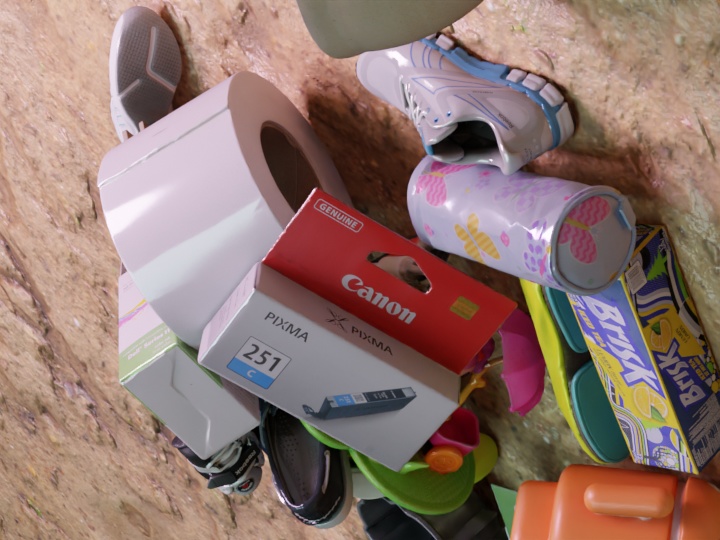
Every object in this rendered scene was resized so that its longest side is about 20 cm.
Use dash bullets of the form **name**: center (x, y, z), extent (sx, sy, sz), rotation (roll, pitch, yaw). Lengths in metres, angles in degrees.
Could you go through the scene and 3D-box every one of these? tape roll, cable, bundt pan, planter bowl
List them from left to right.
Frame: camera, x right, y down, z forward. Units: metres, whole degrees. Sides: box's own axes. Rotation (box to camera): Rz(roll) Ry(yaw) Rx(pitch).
- **tape roll**: center (-0.107, -0.047, 1.731), extent (0.139, 0.203, 0.203), rotation (-29, 105, 19)
- **cable**: center (0.000, 0.000, 1.777), extent (0.199, 0.097, 0.050), rotation (-1, 138, 45)
- **planter bowl**: center (0.040, -0.250, 1.404), extent (0.134, 0.201, 0.201), rotation (-2, 129, 18)
- **bundt pan**: center (0.089, 0.269, 1.980), extent (0.202, 0.076, 0.202), rotation (43, 159, 21)

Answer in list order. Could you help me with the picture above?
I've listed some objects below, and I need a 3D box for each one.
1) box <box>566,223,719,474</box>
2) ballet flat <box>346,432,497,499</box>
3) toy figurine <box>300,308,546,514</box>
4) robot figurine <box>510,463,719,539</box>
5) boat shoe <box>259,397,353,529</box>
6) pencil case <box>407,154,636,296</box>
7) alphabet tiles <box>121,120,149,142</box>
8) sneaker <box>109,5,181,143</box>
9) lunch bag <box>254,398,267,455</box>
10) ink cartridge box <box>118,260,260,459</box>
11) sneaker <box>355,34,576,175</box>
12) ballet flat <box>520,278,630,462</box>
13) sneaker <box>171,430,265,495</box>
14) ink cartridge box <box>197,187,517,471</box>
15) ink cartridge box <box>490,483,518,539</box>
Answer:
- **box**: center (0.226, 0.060, 1.614), extent (0.070, 0.064, 0.201), rotation (7, 130, 46)
- **ballet flat**: center (0.040, 0.183, 1.861), extent (0.067, 0.198, 0.067), rotation (-135, 49, -64)
- **toy figurine**: center (0.072, 0.091, 1.755), extent (0.199, 0.151, 0.184), rotation (25, 132, -26)
- **robot figurine**: center (0.228, 0.224, 1.714), extent (0.198, 0.117, 0.145), rotation (5, 112, 13)
- **boat shoe**: center (-0.054, 0.126, 1.805), extent (0.060, 0.075, 0.201), rotation (37, -150, -57)
- **pencil case**: center (0.122, -0.040, 1.572), extent (0.200, 0.090, 0.084), rotation (23, 136, 54)
- **alphabet tiles**: center (-0.147, -0.043, 1.856), extent (0.200, 0.006, 0.167), rotation (40, -154, -47)
- **sneaker**: center (-0.206, -0.160, 1.895), extent (0.080, 0.070, 0.201), rotation (44, 148, 42)
- **lunch bag**: center (-0.047, 0.112, 1.943), extent (0.200, 0.132, 0.136), rotation (53, 167, -7)
- **ink cartridge box**: center (-0.152, 0.056, 1.801), extent (0.067, 0.201, 0.117), rotation (-35, 121, 16)
- **sneaker**: center (0.063, -0.127, 1.586), extent (0.199, 0.087, 0.075), rotation (22, 142, 37)
- **ballet flat**: center (0.175, 0.063, 1.675), extent (0.067, 0.067, 0.201), rotation (27, 143, 58)
- **sneaker**: center (-0.121, 0.165, 1.897), extent (0.089, 0.074, 0.200), rotation (51, 178, 2)
- **ink cartridge box**: center (-0.002, 0.051, 1.646), extent (0.199, 0.045, 0.176), rotation (29, 122, -16)
- **ink cartridge box**: center (0.197, 0.264, 1.879), extent (0.103, 0.059, 0.201), rotation (15, 136, 41)
